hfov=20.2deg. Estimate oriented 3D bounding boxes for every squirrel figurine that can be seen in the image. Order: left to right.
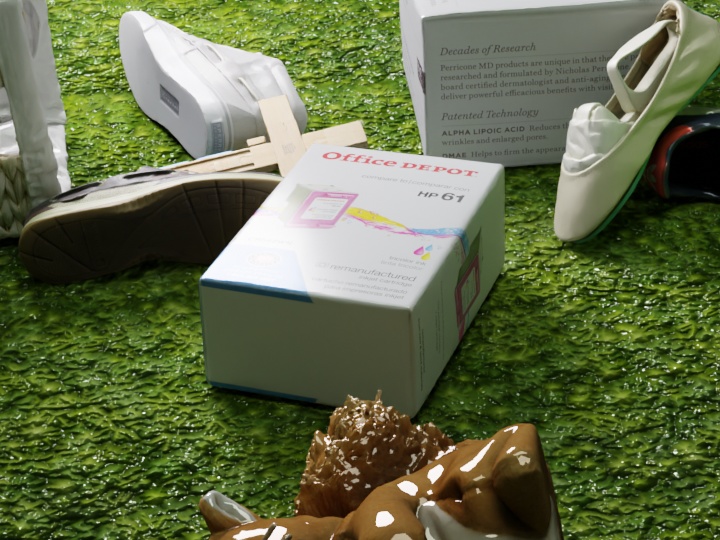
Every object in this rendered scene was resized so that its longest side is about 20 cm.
[{"bbox_3d":[0.011,0.148,1.046,0.186,0.142,0.200,-11,15,6],"label":"squirrel figurine"}]

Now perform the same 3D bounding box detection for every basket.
[{"bbox_3d":[-0.305,-0.140,1.478,0.160,0.199,0.200,-10,31,-5],"label":"basket"}]

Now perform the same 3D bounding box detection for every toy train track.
[{"bbox_3d":[-0.092,-0.070,1.497,0.199,0.033,0.115,-14,49,-6],"label":"toy train track"}]

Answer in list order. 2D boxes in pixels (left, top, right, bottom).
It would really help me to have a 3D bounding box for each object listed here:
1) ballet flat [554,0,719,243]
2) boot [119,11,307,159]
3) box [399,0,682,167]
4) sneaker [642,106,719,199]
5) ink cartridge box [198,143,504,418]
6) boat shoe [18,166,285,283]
[{"bbox_3d":[0.186,-0.112,1.431,0.069,0.070,0.200,24,69,38],"label":"ballet flat"},{"bbox_3d":[-0.118,-0.151,1.615,0.095,0.074,0.200,-11,39,-26],"label":"boot"},{"bbox_3d":[0.135,-0.183,1.574,0.199,0.131,0.199,-4,30,-2],"label":"box"},{"bbox_3d":[0.298,-0.086,1.453,0.199,0.075,0.085,-12,28,4],"label":"sneaker"},{"bbox_3d":[0.000,0.000,1.316,0.144,0.085,0.200,8,30,18],"label":"ink cartridge box"},{"bbox_3d":[-0.141,-0.044,1.415,0.199,0.073,0.065,-7,35,-7],"label":"boat shoe"}]
